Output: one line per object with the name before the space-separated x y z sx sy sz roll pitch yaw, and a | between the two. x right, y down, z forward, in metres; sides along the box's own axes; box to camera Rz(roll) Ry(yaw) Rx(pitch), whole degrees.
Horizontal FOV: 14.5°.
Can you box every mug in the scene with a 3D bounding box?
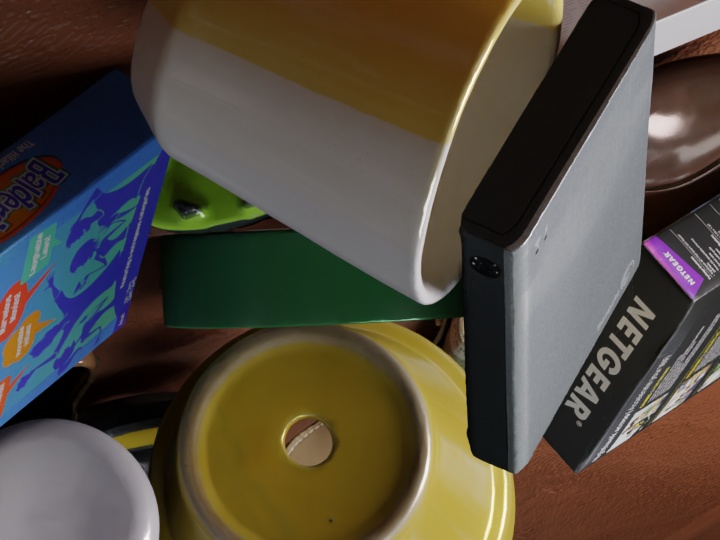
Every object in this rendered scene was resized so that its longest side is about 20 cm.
mug | -0.005 -0.099 1.207 0.187 0.153 0.149 -68 165 -1

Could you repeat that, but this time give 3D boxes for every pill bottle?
pill bottle | -0.165 0.155 1.472 0.109 0.109 0.200 -16 163 -15

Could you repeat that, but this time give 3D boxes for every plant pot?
plant pot | -0.020 0.109 1.492 0.201 0.201 0.189 -22 165 -2

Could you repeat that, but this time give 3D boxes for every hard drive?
hard drive | 0.089 -0.013 1.282 0.140 0.033 0.200 -58 162 -26

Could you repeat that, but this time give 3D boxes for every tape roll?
tape roll | 0.000 0.000 1.423 0.200 0.048 0.200 -3 180 0

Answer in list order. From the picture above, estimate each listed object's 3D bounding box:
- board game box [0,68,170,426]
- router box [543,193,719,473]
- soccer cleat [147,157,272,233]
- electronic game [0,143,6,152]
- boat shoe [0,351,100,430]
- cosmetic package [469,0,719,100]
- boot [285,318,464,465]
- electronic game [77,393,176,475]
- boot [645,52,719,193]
board game box | -0.171 0.017 1.287 0.200 0.045 0.152 -41 160 -39
router box | 0.197 0.024 1.695 0.149 0.051 0.200 -30 160 -34
soccer cleat | -0.016 -0.066 1.369 0.200 0.068 0.081 -25 166 2
electronic game | -0.225 0.022 1.305 0.200 0.042 0.200 -50 165 -19
boat shoe | -0.187 0.070 1.492 0.076 0.074 0.200 -10 154 -26
cosmetic package | 0.107 -0.134 1.302 0.200 0.083 0.051 -22 166 0
boot | 0.042 0.073 1.704 0.200 0.072 0.155 -22 159 -19
electronic game | -0.152 0.130 1.678 0.200 0.042 0.200 -19 157 -9
boot | 0.122 -0.072 1.412 0.186 0.064 0.200 -22 173 6
